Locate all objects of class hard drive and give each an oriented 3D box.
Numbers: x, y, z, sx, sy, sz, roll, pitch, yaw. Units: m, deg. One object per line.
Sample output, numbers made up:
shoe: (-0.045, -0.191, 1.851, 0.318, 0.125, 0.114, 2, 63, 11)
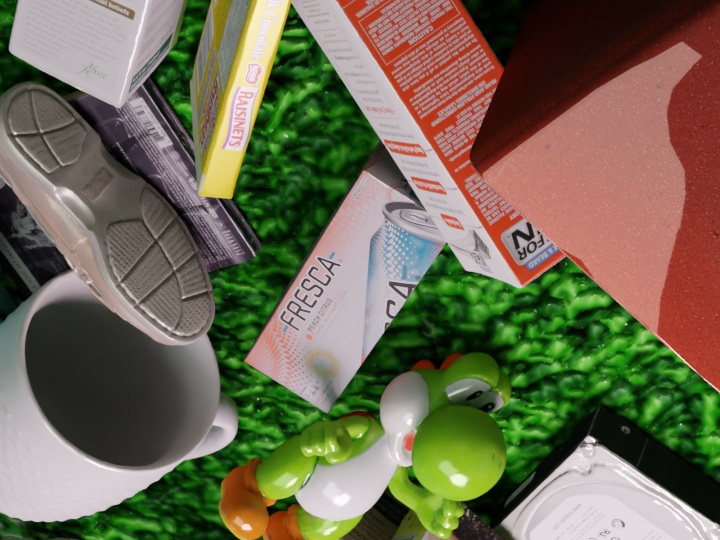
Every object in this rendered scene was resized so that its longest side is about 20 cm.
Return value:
hard drive: (0.200, 0.190, 1.324, 0.200, 0.038, 0.140, 34, 134, -5)

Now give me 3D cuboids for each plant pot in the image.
plant pot: (0.199, -0.086, 1.000, 0.200, 0.200, 0.176, 41, 122, -10)

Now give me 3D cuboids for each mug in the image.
mug: (-0.179, 0.100, 1.364, 0.200, 0.148, 0.175, 10, 151, -32)

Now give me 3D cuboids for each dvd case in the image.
dvd case: (-0.181, -0.047, 1.324, 0.200, 0.016, 0.149, -16, 119, 34)

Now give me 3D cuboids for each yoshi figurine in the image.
yoshi figurine: (0.014, 0.131, 1.275, 0.200, 0.112, 0.112, -34, 80, 12)

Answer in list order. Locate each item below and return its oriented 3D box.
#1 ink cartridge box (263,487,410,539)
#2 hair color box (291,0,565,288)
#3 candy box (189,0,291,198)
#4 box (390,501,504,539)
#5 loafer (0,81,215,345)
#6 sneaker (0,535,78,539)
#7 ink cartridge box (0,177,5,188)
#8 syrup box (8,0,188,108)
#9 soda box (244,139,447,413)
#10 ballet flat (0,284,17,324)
ink cartridge box: (-0.004, 0.252, 1.445, 0.165, 0.075, 0.200, 37, 133, -9)
hair color box: (0.043, -0.092, 1.091, 0.200, 0.064, 0.111, 58, 172, -11)
candy box: (-0.065, -0.147, 1.131, 0.026, 0.102, 0.200, 5, 136, -17)
box: (0.103, 0.241, 1.345, 0.200, 0.075, 0.050, 41, 153, -14)
loafer: (-0.171, -0.033, 1.283, 0.200, 0.072, 0.063, 52, 146, -12)
sneaker: (-0.212, 0.291, 1.572, 0.088, 0.081, 0.200, -16, 119, 36)
ink cartridge box: (-0.331, -0.125, 1.273, 0.145, 0.084, 0.200, 2, 122, 24)
syrup box: (-0.134, -0.201, 1.132, 0.081, 0.079, 0.200, 27, 133, 4)
soda box: (0.000, 0.000, 1.244, 0.068, 0.064, 0.200, 32, 134, -1)
ballet flat: (-0.283, 0.011, 1.340, 0.070, 0.067, 0.200, 51, 172, 17)
